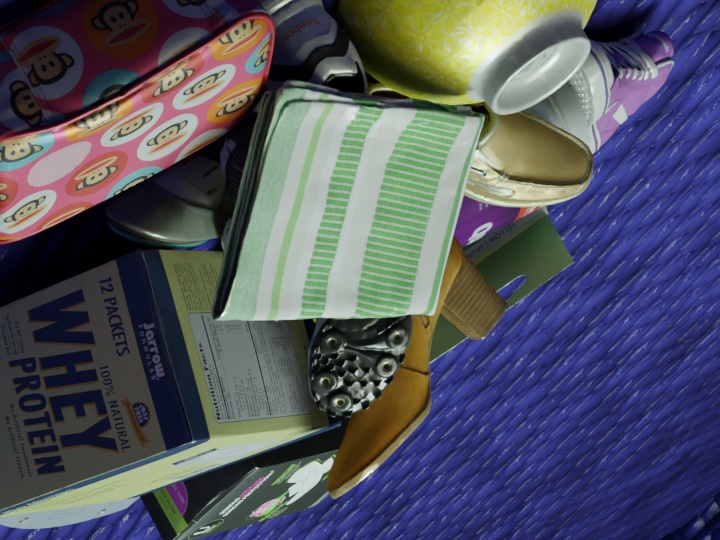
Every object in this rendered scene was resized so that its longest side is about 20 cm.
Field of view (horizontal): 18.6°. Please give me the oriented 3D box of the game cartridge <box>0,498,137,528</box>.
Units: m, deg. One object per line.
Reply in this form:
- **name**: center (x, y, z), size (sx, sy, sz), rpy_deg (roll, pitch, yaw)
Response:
- **game cartridge**: center (-0.235, 0.174, 1.915), size (0.133, 0.042, 0.200), rpy_deg (-36, 162, 22)

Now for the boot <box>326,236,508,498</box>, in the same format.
- **boot**: center (-0.003, 0.045, 1.560), size (0.201, 0.144, 0.071), rpy_deg (-51, -173, -15)

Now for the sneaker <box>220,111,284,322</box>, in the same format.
- **sneaker**: center (-0.049, -0.030, 1.432), size (0.066, 0.091, 0.200), rpy_deg (-18, 155, -14)

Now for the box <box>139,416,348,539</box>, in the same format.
- **box**: center (-0.096, 0.122, 1.835), size (0.124, 0.149, 0.200), rpy_deg (-42, 161, 30)

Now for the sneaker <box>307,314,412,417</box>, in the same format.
- **sneaker**: center (0.000, 0.000, 1.507), size (0.071, 0.201, 0.072), rpy_deg (6, -172, -13)

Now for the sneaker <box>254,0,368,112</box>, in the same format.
- **sneaker**: center (-0.031, -0.117, 1.450), size (0.074, 0.080, 0.200), rpy_deg (-35, 164, -3)

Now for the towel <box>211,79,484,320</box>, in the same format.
- **towel**: center (-0.003, -0.040, 1.401), size (0.199, 0.023, 0.153), rpy_deg (1, 107, -49)

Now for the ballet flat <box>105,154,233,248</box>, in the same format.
- **ballet flat**: center (-0.108, -0.052, 1.537), size (0.200, 0.067, 0.064), rpy_deg (2, 114, -62)

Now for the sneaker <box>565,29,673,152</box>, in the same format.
- **sneaker**: center (0.198, -0.165, 1.750), size (0.114, 0.073, 0.201), rpy_deg (-40, 169, -4)

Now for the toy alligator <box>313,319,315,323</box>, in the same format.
- **toy alligator**: center (-0.018, 0.051, 1.733), size (0.059, 0.054, 0.200), rpy_deg (-40, 155, 26)

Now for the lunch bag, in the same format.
- **lunch bag**: center (-0.148, -0.097, 1.295), size (0.199, 0.082, 0.176), rpy_deg (-29, 162, -17)

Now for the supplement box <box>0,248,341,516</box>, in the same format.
- **supplement box**: center (-0.158, 0.079, 1.556), size (0.199, 0.135, 0.199), rpy_deg (-21, 169, 27)

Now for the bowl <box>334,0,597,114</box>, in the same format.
- **bowl**: center (0.092, -0.170, 1.477), size (0.199, 0.108, 0.200), rpy_deg (-30, 162, -11)

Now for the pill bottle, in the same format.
- **pill bottle**: center (0.073, -0.077, 1.670), size (0.199, 0.113, 0.113), rpy_deg (-26, 161, -20)

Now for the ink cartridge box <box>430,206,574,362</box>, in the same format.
- **ink cartridge box**: center (0.085, -0.018, 1.773), size (0.145, 0.048, 0.200), rpy_deg (-36, -161, 8)

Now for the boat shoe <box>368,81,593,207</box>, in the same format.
- **boat shoe**: center (0.083, -0.093, 1.575), size (0.199, 0.072, 0.076), rpy_deg (9, 163, -19)
